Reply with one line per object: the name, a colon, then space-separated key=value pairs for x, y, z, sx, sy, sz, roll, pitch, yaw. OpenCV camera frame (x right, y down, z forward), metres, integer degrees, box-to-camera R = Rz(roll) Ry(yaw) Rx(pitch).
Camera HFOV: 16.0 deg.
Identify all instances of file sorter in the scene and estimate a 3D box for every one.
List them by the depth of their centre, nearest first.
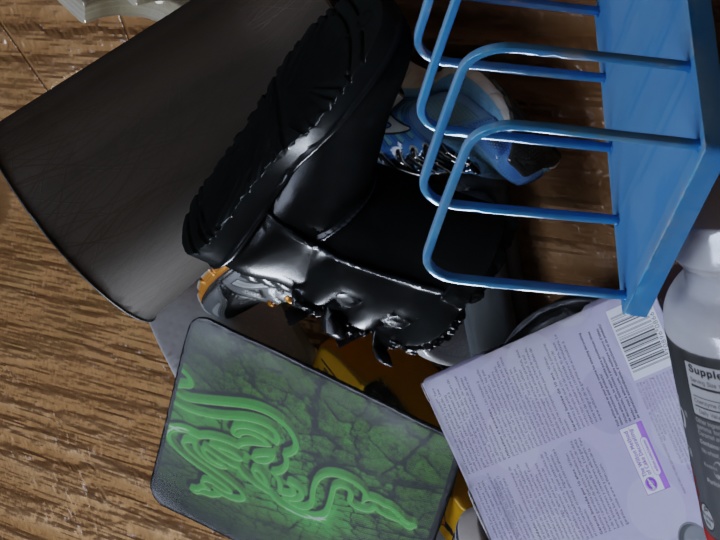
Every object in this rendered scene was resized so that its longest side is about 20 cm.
file sorter: x=0.095 y=-0.102 z=1.263 sx=0.139 sy=0.122 sz=0.200 roll=108 pitch=164 yaw=-54

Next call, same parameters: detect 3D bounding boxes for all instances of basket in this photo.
basket: x=-0.086 y=-0.085 z=1.467 sx=0.136 sy=0.200 sz=0.180 roll=56 pitch=-174 yaw=22

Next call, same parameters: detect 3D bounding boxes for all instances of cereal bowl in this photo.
cereal bowl: x=-0.070 y=0.076 z=1.786 sx=0.200 sy=0.083 sz=0.200 roll=59 pitch=-178 yaw=-4

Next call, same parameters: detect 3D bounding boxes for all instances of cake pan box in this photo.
cake pan box: x=0.145 y=0.112 z=1.466 sx=0.184 sy=0.052 sz=0.200 roll=-28 pitch=85 yaw=38

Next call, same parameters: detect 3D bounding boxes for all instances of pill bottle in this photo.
pill bottle: x=0.217 y=0.050 z=1.305 sx=0.116 sy=0.116 sz=0.200 roll=17 pitch=127 yaw=52

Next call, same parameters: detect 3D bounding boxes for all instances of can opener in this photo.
can opener: x=0.096 y=0.034 z=1.568 sx=0.066 sy=0.053 sz=0.200 roll=-5 pitch=117 yaw=22

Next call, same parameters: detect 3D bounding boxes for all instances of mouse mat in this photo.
mouse mat: x=-0.039 y=0.130 z=1.667 sx=0.200 sy=0.008 sz=0.161 roll=25 pitch=125 yaw=14

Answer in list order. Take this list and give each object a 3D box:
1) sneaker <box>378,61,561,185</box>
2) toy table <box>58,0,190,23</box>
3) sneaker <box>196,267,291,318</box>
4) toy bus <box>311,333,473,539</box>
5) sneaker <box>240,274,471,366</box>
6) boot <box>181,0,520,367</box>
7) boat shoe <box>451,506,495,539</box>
sneaker: x=0.039 y=-0.068 z=1.495 sx=0.078 sy=0.090 sz=0.200 roll=45 pitch=165 yaw=-29
toy table: x=-0.105 y=-0.158 z=1.637 sx=0.184 sy=0.117 sz=0.200 roll=35 pitch=141 yaw=38
sneaker: x=-0.029 y=-0.012 z=1.647 sx=0.200 sy=0.078 sz=0.077 roll=-34 pitch=98 yaw=39
toy bus: x=0.051 y=0.118 z=1.683 sx=0.200 sy=0.065 sz=0.078 roll=51 pitch=150 yaw=18
sneaker: x=0.000 y=0.000 z=1.573 sx=0.099 sy=0.071 sz=0.200 roll=14 pitch=168 yaw=41
boot: x=0.015 y=-0.045 z=1.396 sx=0.198 sy=0.162 sz=0.073 roll=-52 pitch=30 yaw=26
boat shoe: x=0.090 y=0.216 z=1.592 sx=0.093 sy=0.075 sz=0.200 roll=-23 pitch=136 yaw=24
